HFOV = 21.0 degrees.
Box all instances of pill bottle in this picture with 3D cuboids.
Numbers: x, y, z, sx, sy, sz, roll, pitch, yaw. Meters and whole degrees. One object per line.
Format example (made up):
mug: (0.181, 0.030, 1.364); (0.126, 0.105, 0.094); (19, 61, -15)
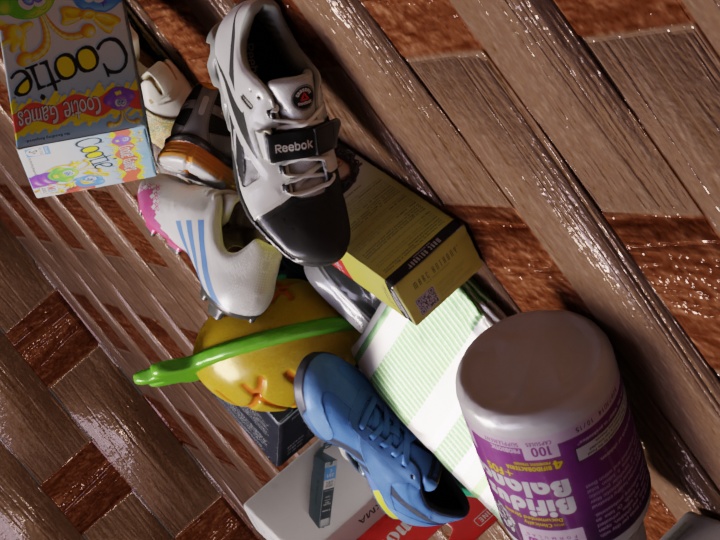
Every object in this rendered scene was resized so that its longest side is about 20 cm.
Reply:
pill bottle: (0.142, 0.132, 1.361); (0.112, 0.112, 0.200); (34, 155, 46)

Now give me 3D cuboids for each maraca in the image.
maraca: (-0.089, 0.067, 1.617); (0.137, 0.199, 0.107); (40, -144, -76)

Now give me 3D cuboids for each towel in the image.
towel: (0.087, 0.090, 1.491); (0.200, 0.023, 0.153); (44, 131, 15)

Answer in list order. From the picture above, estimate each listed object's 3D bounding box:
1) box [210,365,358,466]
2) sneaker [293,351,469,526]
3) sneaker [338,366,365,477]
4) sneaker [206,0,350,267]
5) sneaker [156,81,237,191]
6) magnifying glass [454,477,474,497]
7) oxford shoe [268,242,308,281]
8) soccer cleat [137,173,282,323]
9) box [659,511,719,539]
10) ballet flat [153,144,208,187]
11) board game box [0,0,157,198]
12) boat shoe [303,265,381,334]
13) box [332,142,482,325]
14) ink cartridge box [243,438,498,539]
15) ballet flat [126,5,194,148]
box: (-0.056, 0.082, 1.813); (0.104, 0.148, 0.200); (47, 165, 11)
sneaker: (0.023, 0.135, 1.568); (0.078, 0.066, 0.200); (2, 140, 45)
sneaker: (0.003, 0.147, 1.734); (0.087, 0.077, 0.200); (65, -176, 13)
sneaker: (-0.055, -0.100, 1.390); (0.201, 0.074, 0.088); (68, 157, 5)
sneaker: (-0.117, -0.108, 1.655); (0.078, 0.078, 0.200); (16, 177, 4)
magnifying glass: (0.128, 0.180, 1.627); (0.079, 0.022, 0.200); (22, 166, -41)
oxford shoe: (-0.065, -0.010, 1.696); (0.200, 0.085, 0.073); (38, 133, -8)
soccer cleat: (-0.117, -0.040, 1.584); (0.070, 0.087, 0.200); (6, -150, -37)
box: (0.252, 0.307, 1.340); (0.172, 0.199, 0.200); (54, 166, -18)
ballet flat: (-0.124, -0.069, 1.790); (0.200, 0.068, 0.067); (56, 141, 16)
board game box: (-0.235, -0.177, 1.573); (0.105, 0.103, 0.201); (91, 167, -70)
boat shoe: (0.042, 0.039, 1.567); (0.200, 0.069, 0.057); (41, 126, -1)
box: (-0.001, -0.038, 1.467); (0.200, 0.075, 0.050); (35, 161, 42)
ink cartridge box: (0.020, 0.215, 1.819); (0.176, 0.200, 0.045); (39, 162, 37)
ballet flat: (-0.199, -0.183, 1.725); (0.200, 0.071, 0.071); (49, 167, 0)
